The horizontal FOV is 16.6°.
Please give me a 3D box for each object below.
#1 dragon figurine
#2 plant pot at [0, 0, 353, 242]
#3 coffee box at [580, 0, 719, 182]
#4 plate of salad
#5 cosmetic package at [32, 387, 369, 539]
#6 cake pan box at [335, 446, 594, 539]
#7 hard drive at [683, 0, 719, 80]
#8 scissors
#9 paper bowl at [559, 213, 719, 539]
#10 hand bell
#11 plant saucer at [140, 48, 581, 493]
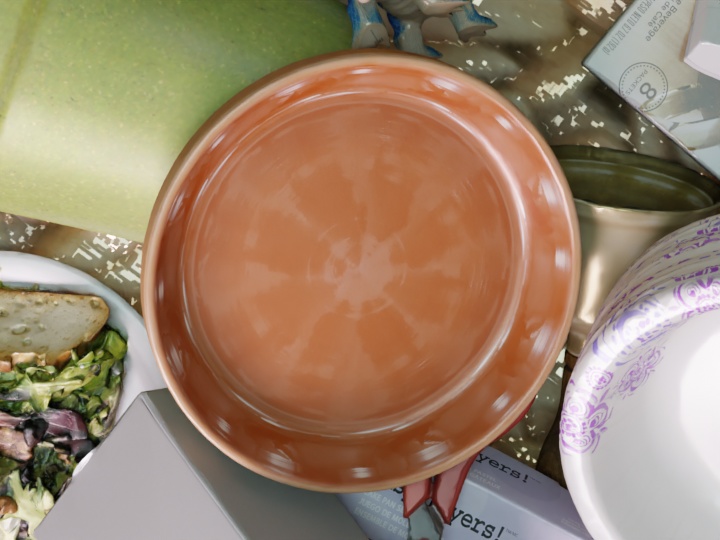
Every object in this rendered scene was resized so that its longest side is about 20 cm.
[{"bbox_3d":[0.010,-0.149,1.116,0.059,0.200,0.100,-28,78,19],"label":"dragon figurine"},{"bbox_3d":[-0.106,-0.092,1.148,0.183,0.200,0.201,21,97,-8],"label":"plant pot"},{"bbox_3d":[0.215,-0.076,1.163,0.200,0.080,0.113,40,97,0],"label":"coffee box"},{"bbox_3d":[-0.182,0.091,1.232,0.199,0.048,0.201,0,96,4],"label":"plate of salad"},{"bbox_3d":[-0.049,0.156,1.132,0.107,0.090,0.200,-48,64,29],"label":"cosmetic package"},{"bbox_3d":[0.032,0.174,1.202,0.199,0.052,0.185,28,108,4],"label":"cake pan box"},{"bbox_3d":[0.224,-0.155,1.114,0.131,0.027,0.201,21,61,-10],"label":"hard drive"},{"bbox_3d":[0.024,0.116,1.147,0.073,0.014,0.201,18,88,1],"label":"scissors"},{"bbox_3d":[0.196,0.062,1.107,0.200,0.104,0.202,9,123,15],"label":"paper bowl"},{"bbox_3d":[0.106,0.050,1.194,0.103,0.104,0.201,10,108,4],"label":"hand bell"},{"bbox_3d":[0.000,0.000,1.101,0.199,0.032,0.201,-4,107,-13],"label":"plant saucer"}]
